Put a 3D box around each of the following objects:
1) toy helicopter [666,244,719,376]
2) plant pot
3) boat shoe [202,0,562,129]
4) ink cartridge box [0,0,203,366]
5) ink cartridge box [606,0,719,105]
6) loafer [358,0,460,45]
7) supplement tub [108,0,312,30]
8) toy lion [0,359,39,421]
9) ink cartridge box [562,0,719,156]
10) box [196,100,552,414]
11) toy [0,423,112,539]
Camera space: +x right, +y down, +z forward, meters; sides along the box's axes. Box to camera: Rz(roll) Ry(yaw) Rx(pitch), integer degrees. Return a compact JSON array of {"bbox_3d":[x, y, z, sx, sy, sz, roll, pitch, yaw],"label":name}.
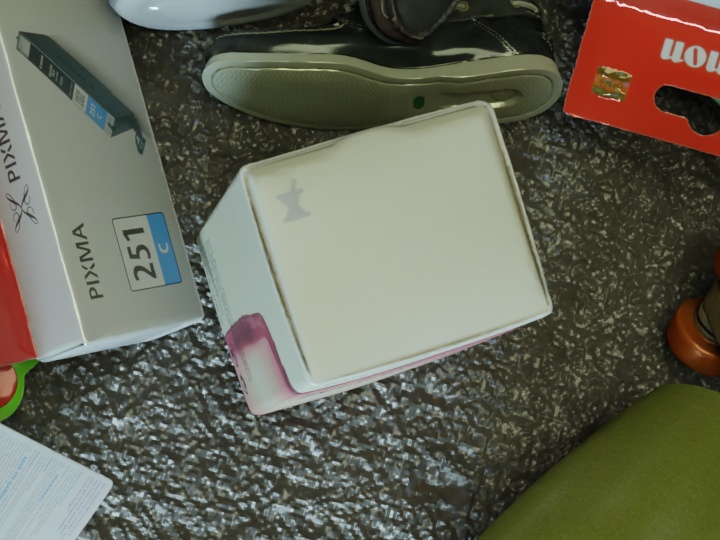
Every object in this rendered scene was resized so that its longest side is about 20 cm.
[{"bbox_3d":[0.268,0.065,1.055,0.132,0.079,0.200,-4,50,-28],"label":"toy helicopter"},{"bbox_3d":[0.145,0.164,1.012,0.187,0.187,0.200,38,62,-4],"label":"plant pot"},{"bbox_3d":[0.010,-0.120,1.068,0.199,0.072,0.068,-2,65,-10],"label":"boat shoe"},{"bbox_3d":[-0.177,-0.052,0.980,0.176,0.045,0.201,-12,84,-52],"label":"ink cartridge box"},{"bbox_3d":[0.191,-0.204,1.071,0.200,0.088,0.145,43,110,-2],"label":"ink cartridge box"},{"bbox_3d":[0.060,-0.212,1.007,0.072,0.063,0.201,27,83,-36],"label":"loafer"},{"bbox_3d":[-0.086,-0.239,1.029,0.122,0.123,0.201,-6,84,-12],"label":"supplement tub"},{"bbox_3d":[-0.260,0.057,0.992,0.191,0.069,0.201,0,87,-21],"label":"toy lion"},{"bbox_3d":[0.207,-0.154,1.013,0.162,0.057,0.201,16,105,6],"label":"ink cartridge box"},{"bbox_3d":[0.000,0.000,0.976,0.127,0.200,0.109,-16,86,-12],"label":"box"},{"bbox_3d":[-0.227,0.110,0.945,0.115,0.047,0.200,-54,140,-1],"label":"toy"}]
